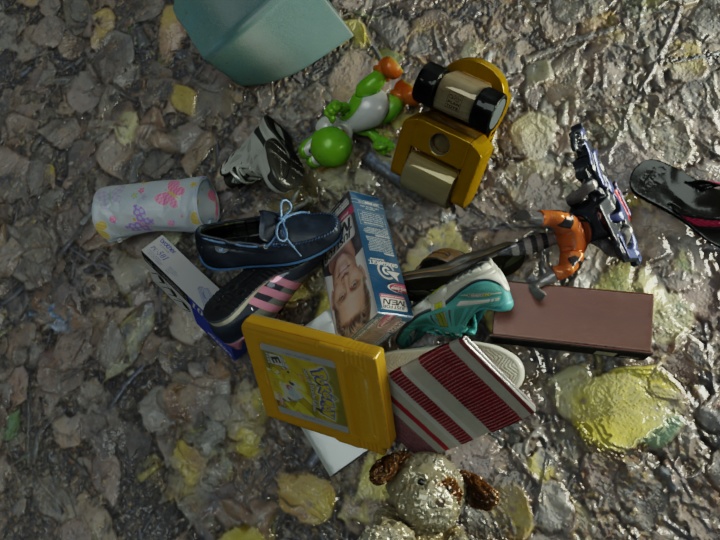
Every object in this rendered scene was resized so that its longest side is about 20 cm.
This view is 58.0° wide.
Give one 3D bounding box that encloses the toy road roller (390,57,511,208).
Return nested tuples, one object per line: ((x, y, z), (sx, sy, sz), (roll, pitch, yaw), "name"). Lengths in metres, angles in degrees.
((0.143, -0.203, 0.935), (0.123, 0.146, 0.200), (30, 125, 18), "toy road roller")

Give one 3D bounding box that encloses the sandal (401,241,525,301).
((0.127, -0.007, 0.909), (0.200, 0.082, 0.055), (-20, 57, 13), "sandal")

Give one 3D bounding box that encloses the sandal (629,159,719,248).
((0.451, -0.087, 0.853), (0.200, 0.045, 0.075), (31, 88, 18), "sandal")

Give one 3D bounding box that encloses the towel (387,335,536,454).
((0.101, 0.165, 0.826), (0.144, 0.023, 0.200), (43, 128, -16), "towel")

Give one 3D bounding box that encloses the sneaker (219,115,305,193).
((-0.152, -0.147, 0.985), (0.115, 0.076, 0.201), (-42, 33, 16), "sneaker")

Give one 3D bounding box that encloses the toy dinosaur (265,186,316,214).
((-0.138, -0.033, 0.969), (0.077, 0.102, 0.200), (29, 87, 18), "toy dinosaur")

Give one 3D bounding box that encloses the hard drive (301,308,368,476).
((-0.042, 0.175, 0.945), (0.132, 0.026, 0.200), (-36, 72, 6), "hard drive")

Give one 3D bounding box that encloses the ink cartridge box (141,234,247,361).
((-0.245, 0.041, 0.985), (0.200, 0.094, 0.044), (40, 64, 18), "ink cartridge box")

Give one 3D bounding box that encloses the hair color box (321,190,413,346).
((0.000, 0.000, 0.898), (0.100, 0.060, 0.200), (-46, 46, 41), "hair color box")

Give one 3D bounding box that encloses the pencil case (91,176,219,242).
((-0.329, -0.098, 1.043), (0.199, 0.083, 0.091), (-5, 76, 13), "pencil case")

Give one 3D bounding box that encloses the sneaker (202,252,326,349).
((-0.124, 0.029, 0.911), (0.200, 0.082, 0.070), (-36, 44, -19), "sneaker")

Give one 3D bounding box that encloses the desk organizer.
((0.276, 0.065, 0.858), (0.199, 0.072, 0.077), (5, 78, 16), "desk organizer")

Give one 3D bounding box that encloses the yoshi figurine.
((-0.004, -0.219, 0.970), (0.200, 0.112, 0.112), (-40, 79, 8), "yoshi figurine")

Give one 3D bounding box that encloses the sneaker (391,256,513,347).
((0.116, 0.061, 0.863), (0.200, 0.077, 0.080), (-38, 82, 42), "sneaker")

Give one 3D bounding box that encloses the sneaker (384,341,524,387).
((0.121, 0.131, 0.874), (0.199, 0.084, 0.075), (0, 86, 21), "sneaker")

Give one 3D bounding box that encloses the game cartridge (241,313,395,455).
((-0.053, 0.151, 0.851), (0.200, 0.177, 0.032), (12, 39, 29), "game cartridge")

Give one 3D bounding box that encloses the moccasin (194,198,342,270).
((-0.125, -0.045, 0.875), (0.199, 0.068, 0.081), (-14, 45, -1), "moccasin")

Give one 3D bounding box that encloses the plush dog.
((0.082, 0.323, 0.840), (0.199, 0.160, 0.172), (19, 71, -10), "plush dog")

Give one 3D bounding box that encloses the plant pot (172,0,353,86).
((-0.168, -0.408, 1.012), (0.200, 0.196, 0.197), (-37, 73, 14), "plant pot")

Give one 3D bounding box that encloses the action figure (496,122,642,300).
((0.272, -0.079, 0.849), (0.193, 0.105, 0.200), (-25, 96, -27), "action figure")
